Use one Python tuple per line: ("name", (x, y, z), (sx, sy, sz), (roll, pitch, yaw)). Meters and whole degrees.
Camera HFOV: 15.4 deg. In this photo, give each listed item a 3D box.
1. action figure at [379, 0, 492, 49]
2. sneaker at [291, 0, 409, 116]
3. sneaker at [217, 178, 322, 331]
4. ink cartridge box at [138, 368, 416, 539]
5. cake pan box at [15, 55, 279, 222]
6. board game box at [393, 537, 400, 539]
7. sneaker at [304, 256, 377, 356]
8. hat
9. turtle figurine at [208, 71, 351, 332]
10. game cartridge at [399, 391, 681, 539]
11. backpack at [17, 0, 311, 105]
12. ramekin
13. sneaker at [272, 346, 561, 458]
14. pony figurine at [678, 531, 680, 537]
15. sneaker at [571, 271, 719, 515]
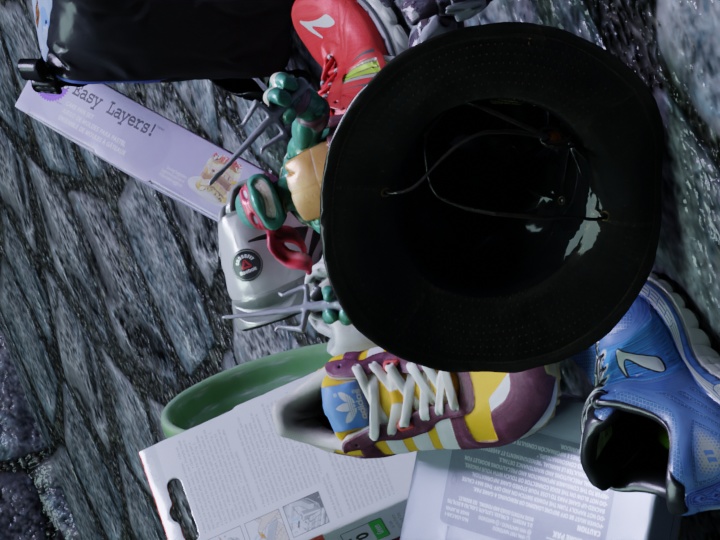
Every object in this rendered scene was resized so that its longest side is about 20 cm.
("action figure", (0.040, -0.132, 1.460), (0.130, 0.069, 0.201), (-103, 24, -78))
("sneaker", (-0.003, -0.111, 1.675), (0.200, 0.085, 0.077), (55, 158, 39))
("sneaker", (-0.052, -0.023, 1.758), (0.200, 0.074, 0.089), (-48, -62, -81))
("ink cartridge box", (-0.028, 0.127, 1.680), (0.050, 0.199, 0.109), (61, -173, -60))
("cake pan box", (-0.131, -0.078, 1.898), (0.200, 0.052, 0.184), (29, 178, 19))
("board game box", (0.057, 0.188, 1.824), (0.200, 0.103, 0.020), (-158, 79, -68))
("sneaker", (0.000, 0.000, 1.668), (0.200, 0.081, 0.075), (-116, 12, -69))
("hat", (0.064, -0.048, 1.399), (0.081, 0.200, 0.201), (-109, 6, -62))
("turtle figurine", (-0.009, -0.057, 1.567), (0.150, 0.199, 0.101), (63, -167, -16))
("game cartridge", (0.105, 0.135, 1.528), (0.200, 0.040, 0.134), (13, 88, 50))
("backpack", (-0.143, -0.210, 1.837), (0.191, 0.199, 0.155), (-123, 40, -60))
("ramekin", (-0.030, 0.123, 1.831), (0.200, 0.199, 0.098), (-158, 53, -68))
("sneaker", (0.031, 0.073, 1.513), (0.200, 0.090, 0.075), (-24, 77, 54))
("pony figurine", (0.126, 0.228, 1.607), (0.200, 0.166, 0.194), (-15, 82, 63))
("sneaker", (0.146, 0.065, 1.408), (0.200, 0.089, 0.079), (-133, 27, -57))
